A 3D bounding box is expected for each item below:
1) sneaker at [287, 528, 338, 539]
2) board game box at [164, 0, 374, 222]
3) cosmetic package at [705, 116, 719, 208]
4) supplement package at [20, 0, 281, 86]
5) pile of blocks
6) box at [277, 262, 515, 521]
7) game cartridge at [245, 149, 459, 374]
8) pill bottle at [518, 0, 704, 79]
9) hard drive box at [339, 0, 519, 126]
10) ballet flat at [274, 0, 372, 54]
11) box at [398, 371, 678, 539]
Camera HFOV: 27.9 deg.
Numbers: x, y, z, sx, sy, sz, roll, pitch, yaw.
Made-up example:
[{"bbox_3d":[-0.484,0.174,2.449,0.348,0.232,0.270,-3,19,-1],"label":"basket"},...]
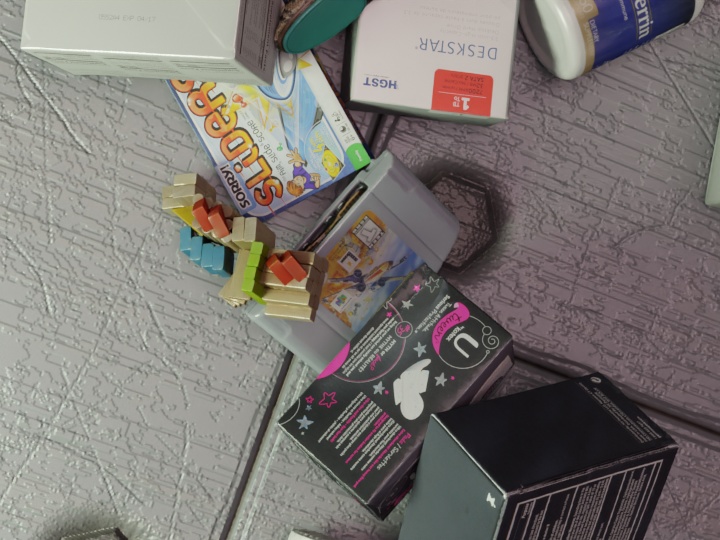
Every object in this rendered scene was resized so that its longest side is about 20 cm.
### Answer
[{"bbox_3d":[0.008,0.318,1.375,0.200,0.074,0.082,31,81,-8],"label":"sneaker"},{"bbox_3d":[-0.093,-0.158,1.356,0.135,0.034,0.200,-29,95,10],"label":"board game box"},{"bbox_3d":[0.459,-0.131,1.397,0.164,0.200,0.165,12,87,-11],"label":"cosmetic package"},{"bbox_3d":[-0.178,-0.254,1.282,0.200,0.111,0.156,5,86,15],"label":"supplement package"},{"bbox_3d":[-0.120,-0.021,1.304,0.200,0.062,0.082,33,85,27],"label":"pile of blocks"},{"bbox_3d":[0.039,0.117,1.339,0.115,0.132,0.200,41,82,17],"label":"box"},{"bbox_3d":[0.000,0.000,1.361,0.200,0.042,0.133,-49,124,-1],"label":"game cartridge"},{"bbox_3d":[0.260,-0.275,1.403,0.200,0.116,0.116,-27,95,-10],"label":"pill bottle"},{"bbox_3d":[0.069,-0.248,1.386,0.155,0.077,0.201,5,89,-10],"label":"hard drive box"},{"bbox_3d":[-0.003,-0.271,1.312,0.200,0.068,0.075,-33,63,-1],"label":"ballet flat"},{"bbox_3d":[0.151,0.217,1.307,0.198,0.123,0.200,-10,128,-33],"label":"box"}]
